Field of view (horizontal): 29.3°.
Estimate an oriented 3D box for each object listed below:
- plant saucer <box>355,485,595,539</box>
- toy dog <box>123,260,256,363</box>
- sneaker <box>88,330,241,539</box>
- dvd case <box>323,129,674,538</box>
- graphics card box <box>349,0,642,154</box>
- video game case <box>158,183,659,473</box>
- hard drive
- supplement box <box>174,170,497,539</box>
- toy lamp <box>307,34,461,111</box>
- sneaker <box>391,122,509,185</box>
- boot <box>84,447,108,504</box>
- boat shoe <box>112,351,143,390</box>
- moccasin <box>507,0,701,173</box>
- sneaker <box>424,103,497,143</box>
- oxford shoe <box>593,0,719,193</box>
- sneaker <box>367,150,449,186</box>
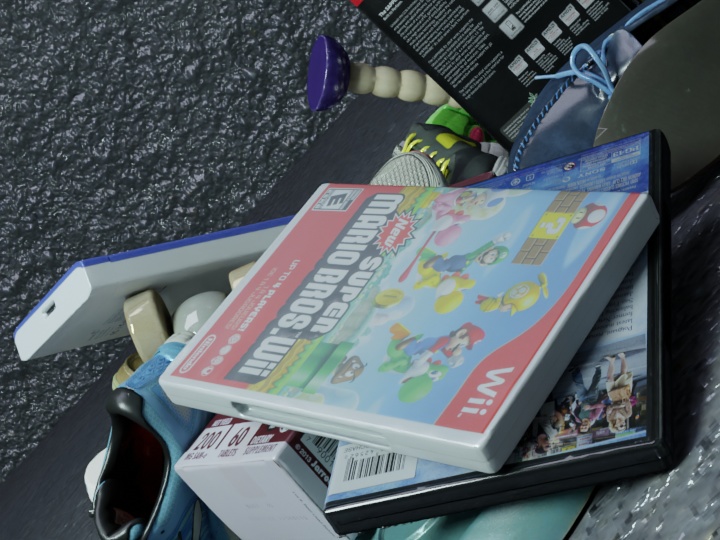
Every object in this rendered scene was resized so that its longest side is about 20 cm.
[{"bbox_3d":[0.036,0.107,0.615,0.200,0.027,0.200,-46,10,11],"label":"plant saucer"},{"bbox_3d":[-0.075,0.083,0.896,0.131,0.200,0.097,-32,47,17],"label":"toy dog"},{"bbox_3d":[-0.115,0.136,0.743,0.078,0.202,0.090,13,22,31],"label":"sneaker"},{"bbox_3d":[0.065,0.020,0.592,0.141,0.018,0.201,-16,35,24],"label":"dvd case"},{"bbox_3d":[0.100,-0.161,0.881,0.125,0.200,0.051,-44,11,25],"label":"graphics card box"},{"bbox_3d":[0.015,0.015,0.607,0.199,0.018,0.143,5,47,44],"label":"video game case"},{"bbox_3d":[-0.123,0.009,0.940,0.199,0.026,0.132,-14,-14,-38],"label":"hard drive"},{"bbox_3d":[0.004,0.044,0.708,0.108,0.061,0.200,-16,30,55],"label":"supplement box"},{"bbox_3d":[0.064,-0.123,0.955,0.058,0.198,0.059,-176,90,-74],"label":"toy lamp"},{"bbox_3d":[0.059,-0.060,0.967,0.200,0.084,0.075,-74,4,-80],"label":"sneaker"},{"bbox_3d":[-0.071,0.148,0.830,0.198,0.091,0.073,-3,32,35],"label":"boot"},{"bbox_3d":[-0.087,0.050,0.999,0.199,0.064,0.073,-12,29,-27],"label":"boat shoe"},{"bbox_3d":[0.158,-0.118,0.797,0.200,0.080,0.068,-50,-2,-4],"label":"moccasin"},{"bbox_3d":[0.046,-0.062,1.106,0.200,0.077,0.084,-51,14,-24],"label":"sneaker"},{"bbox_3d":[0.196,-0.110,0.715,0.200,0.071,0.071,-50,-20,-3],"label":"oxford shoe"},{"bbox_3d":[0.000,0.000,0.818,0.077,0.083,0.201,6,50,30],"label":"sneaker"}]
